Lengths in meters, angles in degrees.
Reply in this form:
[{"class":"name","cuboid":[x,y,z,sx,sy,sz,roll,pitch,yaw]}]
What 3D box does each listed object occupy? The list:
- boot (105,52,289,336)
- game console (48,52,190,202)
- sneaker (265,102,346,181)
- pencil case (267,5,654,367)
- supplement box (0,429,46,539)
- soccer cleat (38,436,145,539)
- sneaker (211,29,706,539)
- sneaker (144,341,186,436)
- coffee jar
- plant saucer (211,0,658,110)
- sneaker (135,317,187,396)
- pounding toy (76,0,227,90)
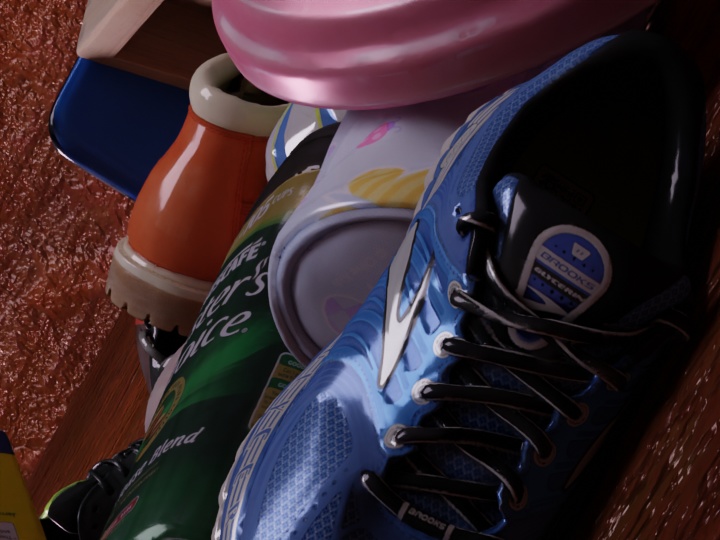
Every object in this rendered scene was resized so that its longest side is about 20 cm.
[{"class":"boot","cuboid":[-0.026,-0.046,1.166,0.200,0.075,0.108,-28,-42,-64]},{"class":"game console","cuboid":[-0.044,-0.091,1.325,0.171,0.118,0.201,82,-147,-69]},{"class":"sneaker","cuboid":[0.014,-0.120,1.041,0.076,0.105,0.200,4,47,50]},{"class":"pencil case","cuboid":[0.037,-0.047,0.846,0.091,0.083,0.200,-59,6,42]},{"class":"supplement box","cuboid":[-0.182,0.170,1.148,0.109,0.109,0.200,-58,42,33]},{"class":"soccer cleat","cuboid":[-0.093,0.102,1.252,0.200,0.081,0.068,-66,8,-29]},{"class":"sneaker","cuboid":[0.027,0.021,0.667,0.200,0.078,0.089,-65,5,-27]},{"class":"sneaker","cuboid":[0.000,0.000,1.058,0.080,0.071,0.200,-12,41,55]},{"class":"coffee jar","cuboid":[-0.018,0.047,0.876,0.104,0.085,0.200,-55,9,45]},{"class":"plant saucer","cuboid":[0.039,-0.128,0.832,0.200,0.051,0.201,-22,31,14]},{"class":"sneaker","cuboid":[-0.058,0.028,1.186,0.077,0.082,0.200,-29,17,1]},{"class":"pounding toy","cuboid":[0.004,-0.153,1.182,0.200,0.183,0.143,148,136,-69]}]
